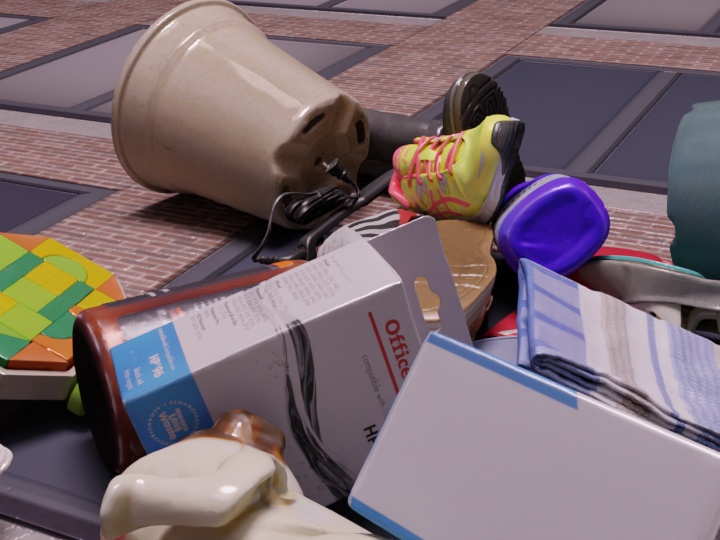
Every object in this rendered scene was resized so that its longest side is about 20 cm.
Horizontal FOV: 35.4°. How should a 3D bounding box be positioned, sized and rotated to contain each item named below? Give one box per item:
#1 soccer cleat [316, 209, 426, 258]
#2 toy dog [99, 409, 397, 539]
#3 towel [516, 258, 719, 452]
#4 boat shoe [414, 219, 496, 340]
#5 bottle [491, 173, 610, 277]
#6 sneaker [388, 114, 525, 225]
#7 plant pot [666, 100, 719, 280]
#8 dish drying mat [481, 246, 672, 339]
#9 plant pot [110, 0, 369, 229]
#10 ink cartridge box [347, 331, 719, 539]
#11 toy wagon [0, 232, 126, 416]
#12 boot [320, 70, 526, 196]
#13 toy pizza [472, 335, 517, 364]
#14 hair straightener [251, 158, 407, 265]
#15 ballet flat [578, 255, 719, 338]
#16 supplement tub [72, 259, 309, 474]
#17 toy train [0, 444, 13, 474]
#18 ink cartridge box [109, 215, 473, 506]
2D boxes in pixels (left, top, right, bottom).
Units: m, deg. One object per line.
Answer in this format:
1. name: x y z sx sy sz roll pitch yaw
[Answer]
1. soccer cleat: 0.000 0.000 0.895 0.085 0.069 0.200 -5 20 16
2. toy dog: -0.041 0.138 0.509 0.193 0.140 0.200 0 18 -37
3. towel: 0.188 0.061 0.692 0.199 0.024 0.147 24 25 -3
4. boat shoe: 0.066 0.021 0.828 0.073 0.070 0.200 3 20 14
5. bottle: 0.146 -0.039 0.908 0.083 0.065 0.200 -38 3 7
6. sneaker: 0.071 -0.080 0.937 0.090 0.078 0.200 23 -19 -6
7. plant pot: 0.344 -0.052 0.842 0.195 0.201 0.200 3 23 32
8. dish drying mat: 0.175 0.024 0.875 0.077 0.018 0.200 14 29 33
9. plant pot: -0.100 -0.132 1.068 0.183 0.201 0.200 30 38 31
10. ink cartridge box: 0.115 0.111 0.487 0.144 0.085 0.200 22 -6 40
11. toy wagon: -0.240 0.041 0.772 0.155 0.040 0.200 29 28 4
12. boot: 0.048 -0.135 1.077 0.200 0.182 0.073 25 64 34
13. toy pizza: 0.112 0.099 0.701 0.199 0.032 0.200 -1 25 0
14. hair straightener: -0.025 -0.058 1.010 0.200 0.077 0.041 -28 6 -37
15. ballet flat: 0.247 0.034 0.797 0.199 0.067 0.064 9 72 24
16. supplement tub: -0.076 0.054 0.726 0.199 0.107 0.107 -14 27 -23
17. toy train: -0.214 0.164 0.569 0.150 0.056 0.200 -9 26 -26
18. ink cartridge box: -0.023 0.063 0.634 0.199 0.116 0.068 -24 27 -8
